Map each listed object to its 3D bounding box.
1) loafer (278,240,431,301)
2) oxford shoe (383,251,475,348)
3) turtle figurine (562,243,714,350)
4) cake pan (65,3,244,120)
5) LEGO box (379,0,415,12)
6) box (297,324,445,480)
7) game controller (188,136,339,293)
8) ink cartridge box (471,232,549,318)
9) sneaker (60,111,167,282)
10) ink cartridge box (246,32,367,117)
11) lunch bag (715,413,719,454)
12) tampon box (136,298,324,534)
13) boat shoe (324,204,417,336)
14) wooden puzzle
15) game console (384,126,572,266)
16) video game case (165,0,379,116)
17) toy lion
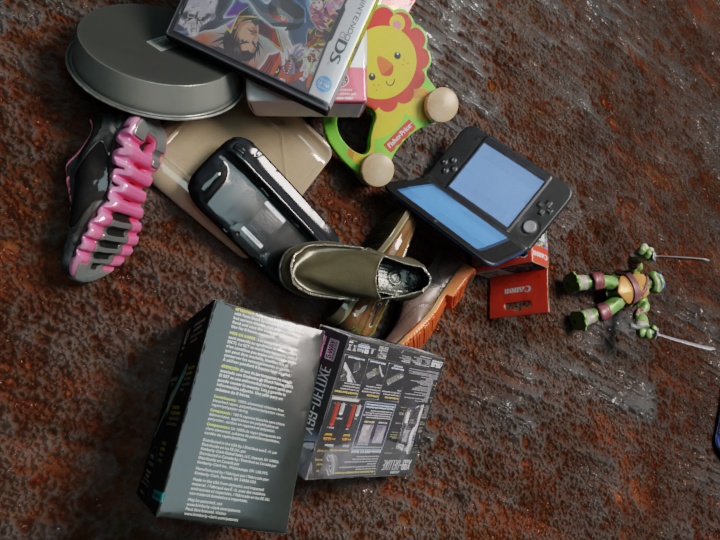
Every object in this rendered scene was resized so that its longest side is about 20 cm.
[{"bbox_3d":[0.000,0.000,0.683,0.198,0.070,0.076,2,85,-21],"label":"loafer"},{"bbox_3d":[0.079,0.055,0.796,0.073,0.071,0.200,36,67,20],"label":"oxford shoe"},{"bbox_3d":[0.457,0.038,0.933,0.192,0.200,0.145,-11,123,-10],"label":"turtle figurine"},{"bbox_3d":[-0.232,-0.249,0.649,0.199,0.037,0.201,13,45,-13],"label":"cake pan"},{"bbox_3d":[-0.036,-0.391,0.790,0.199,0.077,0.150,29,90,-20],"label":"LEGO box"},{"bbox_3d":[0.011,0.162,0.668,0.199,0.050,0.159,19,86,-48],"label":"box"},{"bbox_3d":[-0.115,-0.066,0.694,0.104,0.042,0.200,-47,111,-10],"label":"game controller"},{"bbox_3d":[0.226,-0.033,0.855,0.050,0.108,0.202,15,71,-41],"label":"ink cartridge box"},{"bbox_3d":[-0.292,-0.087,0.622,0.095,0.079,0.202,15,80,13],"label":"sneaker"},{"bbox_3d":[-0.066,-0.298,0.687,0.144,0.085,0.202,0,92,-5],"label":"ink cartridge box"},{"bbox_3d":[0.788,0.305,1.102,0.160,0.082,0.201,32,65,-17],"label":"lunch bag"},{"bbox_3d":[-0.137,0.152,0.595,0.125,0.150,0.202,19,70,-23],"label":"tampon box"},{"bbox_3d":[0.028,0.003,0.771,0.068,0.072,0.201,38,74,-17],"label":"boat shoe"},{"bbox_3d":[-0.157,-0.145,0.723,0.185,0.037,0.201,41,67,-15],"label":"wooden puzzle"},{"bbox_3d":[0.167,-0.114,0.786,0.200,0.118,0.171,40,93,24],"label":"game console"},{"bbox_3d":[-0.090,-0.301,0.631,0.199,0.026,0.182,24,89,-4],"label":"video game case"},{"bbox_3d":[0.023,-0.247,0.770,0.200,0.069,0.192,-45,105,2],"label":"toy lion"}]
